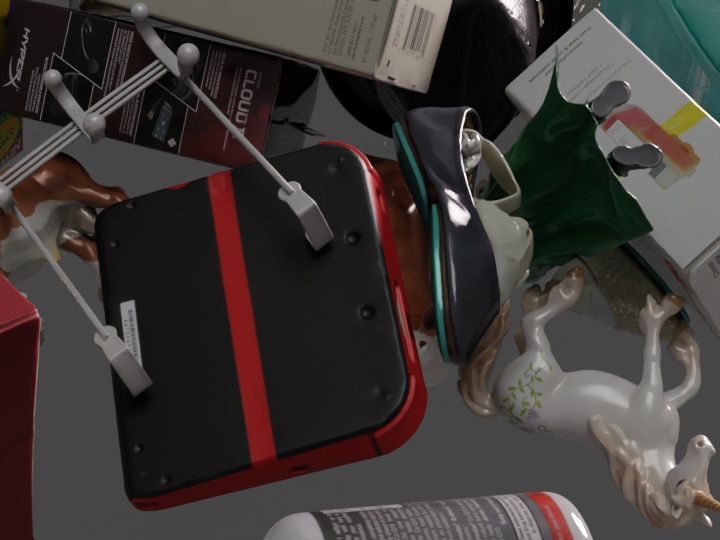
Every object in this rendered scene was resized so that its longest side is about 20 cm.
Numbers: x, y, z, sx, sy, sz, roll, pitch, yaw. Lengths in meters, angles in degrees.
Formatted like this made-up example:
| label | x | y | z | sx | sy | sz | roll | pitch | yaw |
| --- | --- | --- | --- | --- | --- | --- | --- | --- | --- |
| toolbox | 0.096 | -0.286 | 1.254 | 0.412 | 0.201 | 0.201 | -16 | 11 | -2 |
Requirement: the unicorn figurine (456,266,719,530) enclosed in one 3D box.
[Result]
| label | x | y | z | sx | sy | sz | roll | pitch | yaw |
| --- | --- | --- | --- | --- | --- | --- | --- | --- | --- |
| unicorn figurine | 0.148 | 0.075 | 1.074 | 0.198 | 0.074 | 0.139 | 8 | 65 | 29 |

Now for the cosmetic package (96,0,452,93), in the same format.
| label | x | y | z | sx | sy | sz | roll | pitch | yaw |
| --- | --- | --- | --- | --- | --- | --- | --- | --- | --- |
| cosmetic package | -0.053 | -0.172 | 1.141 | 0.198 | 0.074 | 0.103 | 18 | 6 | 19 |

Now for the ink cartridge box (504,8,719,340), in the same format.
| label | x | y | z | sx | sy | sz | roll | pitch | yaw |
| --- | --- | --- | --- | --- | --- | --- | --- | --- | --- |
| ink cartridge box | 0.200 | -0.051 | 1.168 | 0.083 | 0.145 | 0.200 | -40 | 51 | 3 |

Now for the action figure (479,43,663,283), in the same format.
| label | x | y | z | sx | sy | sz | roll | pitch | yaw |
| --- | --- | --- | --- | --- | --- | --- | --- | --- | --- |
| action figure | 0.115 | -0.044 | 1.109 | 0.054 | 0.200 | 0.119 | -16 | 76 | -24 |

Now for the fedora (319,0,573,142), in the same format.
| label | x | y | z | sx | sy | sz | roll | pitch | yaw |
| --- | --- | --- | --- | --- | --- | --- | --- | --- | --- |
| fedora | 0.061 | -0.145 | 1.222 | 0.198 | 0.202 | 0.092 | 1 | 41 | -9 |

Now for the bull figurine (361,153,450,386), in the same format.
| label | x | y | z | sx | sy | sz | roll | pitch | yaw |
| --- | --- | --- | --- | --- | --- | --- | --- | --- | --- |
| bull figurine | 0.000 | 0.000 | 1.128 | 0.120 | 0.066 | 0.201 | 15 | 40 | -5 |

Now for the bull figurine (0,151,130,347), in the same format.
| label | x | y | z | sx | sy | sz | roll | pitch | yaw |
| --- | --- | --- | --- | --- | --- | --- | --- | --- | --- |
| bull figurine | -0.223 | -0.009 | 1.117 | 0.121 | 0.066 | 0.200 | 31 | 47 | 20 |

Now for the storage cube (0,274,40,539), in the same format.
| label | x | y | z | sx | sy | sz | roll | pitch | yaw |
| --- | --- | --- | --- | --- | --- | --- | --- | --- | --- |
| storage cube | -0.281 | 0.071 | 0.926 | 0.179 | 0.172 | 0.200 | -25 | 49 | -36 |

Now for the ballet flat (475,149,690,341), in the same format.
| label | x | y | z | sx | sy | sz | roll | pitch | yaw |
| --- | --- | --- | --- | --- | --- | --- | --- | --- | --- |
| ballet flat | 0.139 | -0.007 | 1.195 | 0.062 | 0.068 | 0.200 | -34 | 45 | -3 |

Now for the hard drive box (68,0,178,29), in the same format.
| label | x | y | z | sx | sy | sz | roll | pitch | yaw |
| --- | --- | --- | --- | --- | --- | --- | --- | --- | --- |
| hard drive box | -0.108 | -0.222 | 1.319 | 0.197 | 0.078 | 0.156 | -3 | 0 | -12 |

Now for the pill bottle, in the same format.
| label | x | y | z | sx | sy | sz | roll | pitch | yaw |
| --- | --- | --- | --- | --- | --- | --- | --- | --- | --- |
| pill bottle | 0.012 | 0.173 | 0.898 | 0.198 | 0.117 | 0.116 | -3 | 40 | -13 |

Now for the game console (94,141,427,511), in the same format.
| label | x | y | z | sx | sy | sz | roll | pitch | yaw |
| --- | --- | --- | --- | --- | --- | --- | --- | --- | --- |
| game console | -0.060 | 0.027 | 1.051 | 0.175 | 0.031 | 0.202 | -16 | 59 | 8 |

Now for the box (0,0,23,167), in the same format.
| label | x | y | z | sx | sy | sz | roll | pitch | yaw |
| --- | --- | --- | --- | --- | --- | --- | --- | --- | --- |
| box | -0.316 | -0.125 | 1.137 | 0.121 | 0.194 | 0.200 | 22 | 42 | 17 |

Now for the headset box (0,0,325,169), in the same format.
| label | x | y | z | sx | sy | sz | roll | pitch | yaw |
| --- | --- | --- | --- | --- | --- | --- | --- | --- | --- |
| headset box | -0.120 | -0.118 | 1.204 | 0.198 | 0.078 | 0.149 | 15 | 6 | 6 |

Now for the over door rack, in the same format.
| label | x | y | z | sx | sy | sz | roll | pitch | yaw |
| --- | --- | --- | --- | --- | --- | --- | --- | --- | --- |
| over door rack | -0.130 | -0.053 | 1.052 | 0.147 | 0.067 | 0.200 | -37 | 61 | -7 |

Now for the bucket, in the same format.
| label | x | y | z | sx | sy | sz | roll | pitch | yaw |
| --- | --- | --- | --- | --- | --- | --- | --- | --- | --- |
| bucket | 0.277 | -0.216 | 1.397 | 0.204 | 0.136 | 0.208 | 4 | 40 | -4 |

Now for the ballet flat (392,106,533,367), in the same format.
| label | x | y | z | sx | sy | sz | roll | pitch | yaw |
| --- | --- | --- | --- | --- | --- | --- | --- | --- | --- |
| ballet flat | 0.064 | -0.029 | 1.067 | 0.072 | 0.074 | 0.201 | 0 | 42 | -10 |
